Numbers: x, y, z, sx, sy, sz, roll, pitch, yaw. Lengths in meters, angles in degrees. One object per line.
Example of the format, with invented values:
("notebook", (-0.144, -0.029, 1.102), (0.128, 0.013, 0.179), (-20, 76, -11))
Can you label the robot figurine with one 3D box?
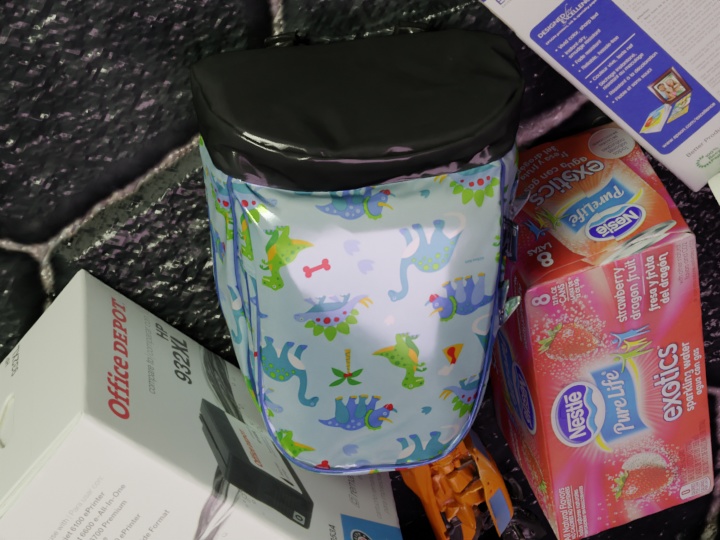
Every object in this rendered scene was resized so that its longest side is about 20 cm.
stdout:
("robot figurine", (0.028, 0.152, 1.461), (0.144, 0.058, 0.200), (-24, 134, 1))

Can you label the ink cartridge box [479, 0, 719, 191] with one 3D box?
("ink cartridge box", (0.144, -0.122, 1.289), (0.095, 0.037, 0.200), (-41, 135, 14))

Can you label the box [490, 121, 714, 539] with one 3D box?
("box", (0.120, 0.034, 1.370), (0.095, 0.100, 0.201), (-19, 135, -8))

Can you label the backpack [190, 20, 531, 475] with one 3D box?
("backpack", (0.000, 0.000, 1.259), (0.162, 0.154, 0.200), (-5, 138, -13))

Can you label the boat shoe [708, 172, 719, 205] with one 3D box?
("boat shoe", (0.253, -0.013, 1.394), (0.062, 0.073, 0.200), (-37, 143, 14))

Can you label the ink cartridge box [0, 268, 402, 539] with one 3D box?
("ink cartridge box", (-0.080, 0.109, 1.279), (0.200, 0.145, 0.084), (33, 110, -21))
